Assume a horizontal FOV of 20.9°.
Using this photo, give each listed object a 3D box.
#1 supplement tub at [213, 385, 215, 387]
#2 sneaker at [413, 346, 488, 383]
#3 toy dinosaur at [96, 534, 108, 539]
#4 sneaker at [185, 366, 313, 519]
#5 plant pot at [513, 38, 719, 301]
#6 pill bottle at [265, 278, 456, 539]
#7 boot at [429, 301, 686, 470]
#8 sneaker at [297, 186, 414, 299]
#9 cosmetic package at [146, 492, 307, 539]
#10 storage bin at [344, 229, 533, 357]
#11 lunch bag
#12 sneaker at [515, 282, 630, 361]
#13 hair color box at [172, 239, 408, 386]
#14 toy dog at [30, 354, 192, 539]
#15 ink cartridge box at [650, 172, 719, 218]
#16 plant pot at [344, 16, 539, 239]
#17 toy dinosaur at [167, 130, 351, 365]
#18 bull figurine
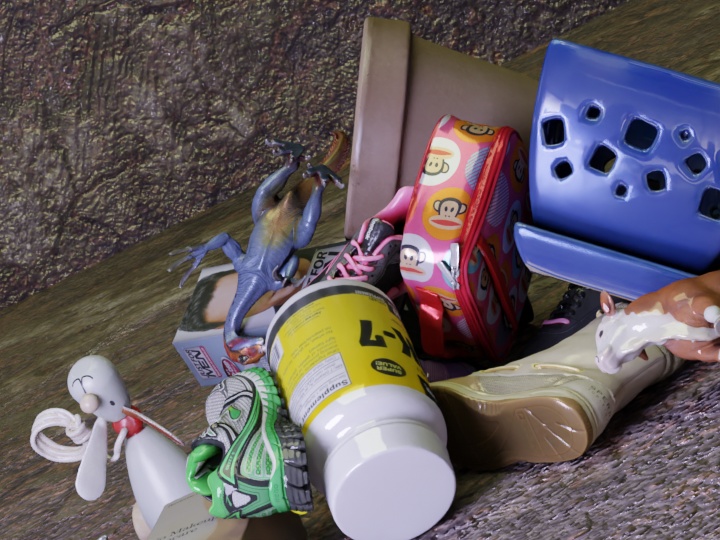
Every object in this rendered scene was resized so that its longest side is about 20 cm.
[{"bbox_3d":[-0.058,0.098,1.847,0.107,0.108,0.200,-30,13,-23],"label":"supplement tub"},{"bbox_3d":[0.070,0.106,1.679,0.087,0.076,0.200,4,2,-3],"label":"sneaker"},{"bbox_3d":[-0.256,0.291,1.531,0.199,0.077,0.102,-36,2,-23],"label":"toy dinosaur"},{"bbox_3d":[-0.095,0.128,1.477,0.084,0.079,0.200,-7,15,-11],"label":"sneaker"},{"bbox_3d":[0.230,-0.065,1.573,0.199,0.181,0.200,16,2,13],"label":"plant pot"},{"bbox_3d":[0.001,0.107,1.491,0.114,0.115,0.201,-25,39,1],"label":"pill bottle"},{"bbox_3d":[0.147,0.086,1.529,0.155,0.073,0.199,-34,16,-36],"label":"boot"},{"bbox_3d":[0.000,0.000,1.629,0.079,0.096,0.200,30,53,21],"label":"sneaker"},{"bbox_3d":[-0.109,0.224,1.460,0.105,0.072,0.200,-23,11,9],"label":"cosmetic package"},{"bbox_3d":[0.073,0.004,1.906,0.093,0.136,0.200,-28,11,-15],"label":"storage bin"},{"bbox_3d":[0.089,-0.013,1.618,0.081,0.200,0.177,12,68,20],"label":"lunch bag"},{"bbox_3d":[0.192,0.014,1.697,0.199,0.100,0.071,-33,15,-27],"label":"sneaker"},{"bbox_3d":[-0.061,0.036,1.756,0.199,0.061,0.099,-11,39,27],"label":"hair color box"},{"bbox_3d":[-0.183,0.173,1.640,0.132,0.199,0.097,-47,19,26],"label":"toy dog"},{"bbox_3d":[0.252,-0.037,1.800,0.199,0.100,0.039,-17,15,40],"label":"ink cartridge box"},{"bbox_3d":[0.078,-0.119,1.766,0.173,0.202,0.200,7,12,-1],"label":"plant pot"},{"bbox_3d":[-0.066,-0.011,1.700,0.105,0.183,0.199,31,27,26],"label":"toy dinosaur"},{"bbox_3d":[0.269,0.037,1.422,0.199,0.066,0.121,-14,19,-18],"label":"bull figurine"}]
